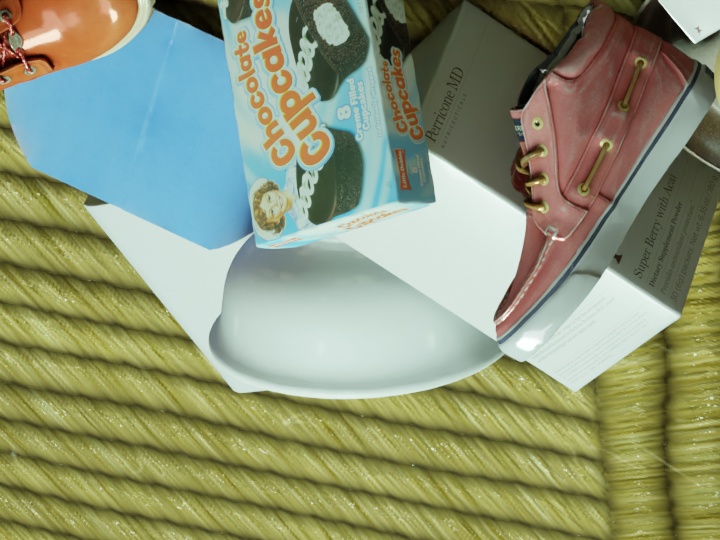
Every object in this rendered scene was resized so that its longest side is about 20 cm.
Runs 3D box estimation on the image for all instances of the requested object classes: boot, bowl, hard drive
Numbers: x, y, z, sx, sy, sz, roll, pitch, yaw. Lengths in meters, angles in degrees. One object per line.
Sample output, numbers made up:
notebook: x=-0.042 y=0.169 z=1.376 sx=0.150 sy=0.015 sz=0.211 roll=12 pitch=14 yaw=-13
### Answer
boot: x=-0.221 y=-0.137 z=1.841 sx=0.200 sy=0.107 sz=0.075 roll=-16 pitch=112 yaw=30
bowl: x=0.000 y=0.000 z=1.886 sx=0.201 sy=0.201 sz=0.090 roll=7 pitch=115 yaw=22
hard drive: x=-0.084 y=0.007 z=2.051 sx=0.132 sy=0.027 sz=0.200 roll=-7 pitch=135 yaw=35

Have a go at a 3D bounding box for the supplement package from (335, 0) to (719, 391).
supplement package: x=0.098 y=-0.043 z=1.805 sx=0.200 sy=0.121 sz=0.120 roll=32 pitch=143 yaw=-13

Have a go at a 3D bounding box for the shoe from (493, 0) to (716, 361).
shoe: x=0.113 y=-0.053 z=1.693 sx=0.091 sy=0.200 sz=0.071 roll=34 pitch=178 yaw=-8

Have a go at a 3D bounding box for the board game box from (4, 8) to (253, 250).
board game box: x=-0.130 y=-0.108 z=1.914 sx=0.200 sy=0.039 sz=0.158 roll=24 pitch=128 yaw=6

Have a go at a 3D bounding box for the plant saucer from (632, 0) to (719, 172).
plant saucer: x=0.253 y=-0.117 z=1.704 sx=0.200 sy=0.032 sz=0.200 roll=16 pitch=143 yaw=12

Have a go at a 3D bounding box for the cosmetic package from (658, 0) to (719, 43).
cosmetic package: x=0.237 y=-0.201 z=1.508 sx=0.200 sy=0.083 sz=0.051 roll=-31 pitch=122 yaw=24

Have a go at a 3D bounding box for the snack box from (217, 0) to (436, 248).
snack box: x=-0.025 y=-0.122 z=1.729 sx=0.116 sy=0.200 sz=0.037 roll=-17 pitch=169 yaw=41

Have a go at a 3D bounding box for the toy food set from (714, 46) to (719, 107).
toy food set: x=0.299 y=-0.133 z=1.597 sx=0.200 sy=0.049 sz=0.198 roll=16 pitch=124 yaw=-2
